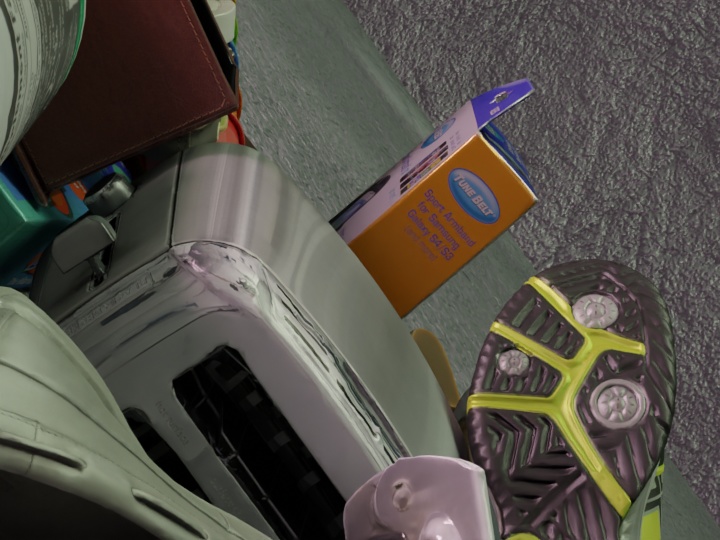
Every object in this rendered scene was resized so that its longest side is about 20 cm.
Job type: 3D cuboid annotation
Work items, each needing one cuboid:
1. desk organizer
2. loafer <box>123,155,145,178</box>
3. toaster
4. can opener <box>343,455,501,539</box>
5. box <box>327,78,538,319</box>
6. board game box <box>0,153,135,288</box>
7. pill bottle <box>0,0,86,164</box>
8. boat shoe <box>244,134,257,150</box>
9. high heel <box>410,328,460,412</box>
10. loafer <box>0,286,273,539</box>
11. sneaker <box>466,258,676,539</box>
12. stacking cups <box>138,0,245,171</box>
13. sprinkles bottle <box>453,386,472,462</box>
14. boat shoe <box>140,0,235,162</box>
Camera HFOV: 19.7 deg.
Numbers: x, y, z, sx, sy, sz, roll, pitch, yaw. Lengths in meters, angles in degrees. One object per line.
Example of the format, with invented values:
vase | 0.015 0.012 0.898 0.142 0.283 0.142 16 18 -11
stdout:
desk organizer | -0.116 -0.134 0.706 0.072 0.077 0.201 -102 168 -73
loafer | -0.075 -0.005 0.957 0.072 0.073 0.200 -2 40 -46
toaster | -0.035 0.060 0.696 0.200 0.113 0.129 56 10 -12
can opener | 0.035 0.150 0.585 0.067 0.053 0.201 14 62 -50
box | 0.000 0.000 0.830 0.042 0.200 0.119 50 8 -7
board game box | -0.157 -0.064 0.792 0.152 0.045 0.200 52 8 4
pill bottle | -0.146 -0.063 0.579 0.113 0.113 0.200 50 13 -12
boat shoe | -0.061 -0.025 1.073 0.070 0.070 0.200 38 15 -44
high heel | 0.010 0.129 0.933 0.067 0.096 0.201 15 54 -53
loafer | -0.063 0.091 0.576 0.200 0.070 0.070 47 24 -27
sneaker | 0.072 0.090 0.740 0.076 0.075 0.201 83 15 -62
stacking cups | -0.082 -0.081 0.948 0.061 0.060 0.200 47 18 -30
sprinkles bottle | 0.052 0.120 0.833 0.068 0.068 0.200 49 30 -15
boat shoe | -0.102 -0.093 0.859 0.202 0.072 0.061 -144 -128 -64
